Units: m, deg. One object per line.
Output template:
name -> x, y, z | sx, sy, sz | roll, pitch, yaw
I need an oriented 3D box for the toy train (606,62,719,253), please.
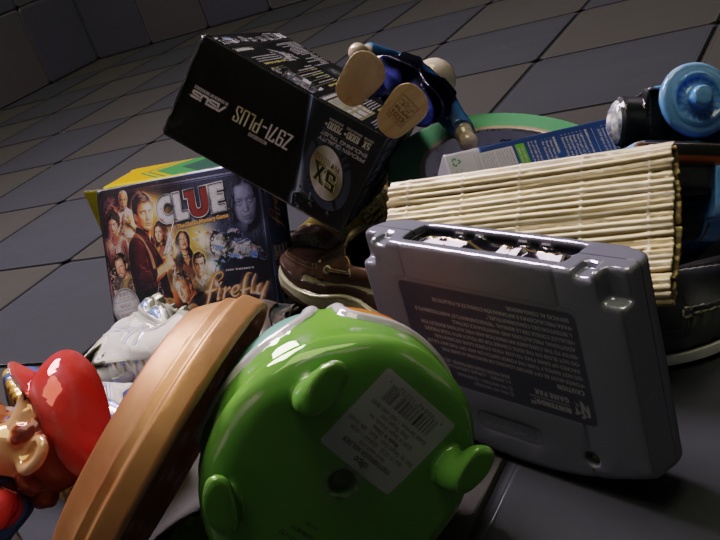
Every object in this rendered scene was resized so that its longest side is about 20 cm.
toy train -> 0.254, -0.066, 0.620 | 0.198, 0.116, 0.087 | 1, -4, -2

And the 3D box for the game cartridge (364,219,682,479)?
game cartridge -> 0.086, 0.043, 0.554 | 0.041, 0.134, 0.199 | -25, 22, -33

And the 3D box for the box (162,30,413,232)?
box -> -0.049, -0.126, 0.831 | 0.163, 0.087, 0.200 | 29, 18, 2

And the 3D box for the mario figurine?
mario figurine -> -0.231, 0.129, 0.580 | 0.123, 0.106, 0.201 | 19, 70, 53

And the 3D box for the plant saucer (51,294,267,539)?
plant saucer -> -0.116, 0.099, 0.556 | 0.037, 0.201, 0.200 | 29, 33, 1

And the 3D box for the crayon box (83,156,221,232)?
crayon box -> -0.178, -0.045, 0.996 | 0.198, 0.128, 0.051 | -3, 25, 34

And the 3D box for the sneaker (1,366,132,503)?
sneaker -> -0.204, 0.117, 0.737 | 0.088, 0.076, 0.199 | -23, 29, -31

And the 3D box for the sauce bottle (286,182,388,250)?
sauce bottle -> 0.000, -0.054, 0.947 | 0.064, 0.065, 0.200 | -4, 29, 35

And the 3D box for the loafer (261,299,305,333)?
loafer -> -0.057, 0.059, 0.734 | 0.062, 0.073, 0.200 | -10, 17, -8

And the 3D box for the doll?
doll -> 0.044, -0.146, 0.805 | 0.049, 0.136, 0.200 | -53, -3, 21

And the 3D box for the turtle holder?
turtle holder -> -0.023, 0.106, 0.531 | 0.140, 0.187, 0.132 | 11, 16, -16

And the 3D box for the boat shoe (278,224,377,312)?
boat shoe -> 0.005, -0.001, 0.772 | 0.074, 0.076, 0.202 | -11, 21, -38

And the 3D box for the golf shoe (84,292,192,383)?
golf shoe -> -0.164, 0.078, 0.779 | 0.097, 0.079, 0.200 | -31, 15, -21

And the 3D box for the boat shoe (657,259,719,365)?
boat shoe -> 0.168, 0.026, 0.623 | 0.198, 0.061, 0.076 | -20, 22, 1

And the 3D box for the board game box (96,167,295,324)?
board game box -> -0.153, -0.020, 0.905 | 0.198, 0.137, 0.035 | -7, 2, 31

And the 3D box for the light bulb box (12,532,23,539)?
light bulb box -> -0.361, 0.126, 0.661 | 0.199, 0.200, 0.125 | 6, 35, 46

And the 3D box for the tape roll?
tape roll -> 0.122, -0.064, 0.801 | 0.198, 0.049, 0.201 | -2, 35, 1

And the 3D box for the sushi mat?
sushi mat -> 0.099, -0.021, 0.612 | 0.198, 0.097, 0.012 | -5, -16, 33

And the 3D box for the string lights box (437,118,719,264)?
string lights box -> 0.162, -0.046, 0.685 | 0.198, 0.104, 0.059 | -13, -20, -8
